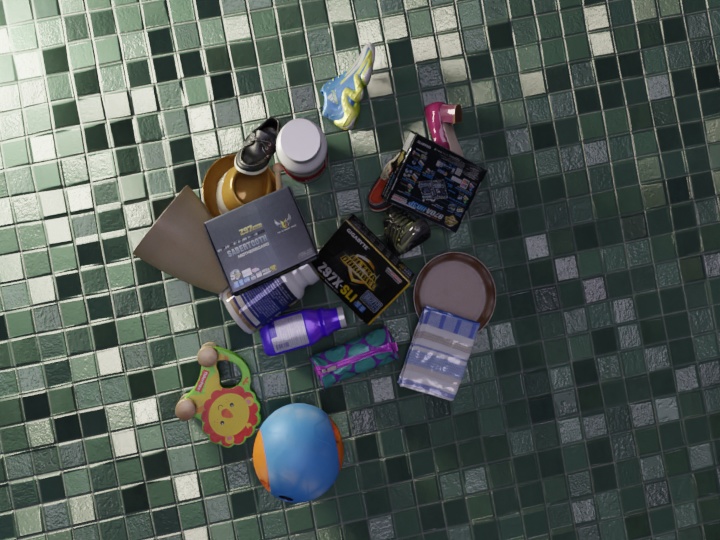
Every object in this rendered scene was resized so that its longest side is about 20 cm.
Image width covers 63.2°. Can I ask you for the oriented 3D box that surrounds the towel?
[{"bbox_3d":[0.181,0.194,1.354,0.143,0.024,0.205,17,102,-3],"label":"towel"}]

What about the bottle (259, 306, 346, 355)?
[{"bbox_3d":[-0.130,0.131,1.339,0.195,0.065,0.086,-16,92,-3],"label":"bottle"}]

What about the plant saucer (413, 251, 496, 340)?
[{"bbox_3d":[0.219,0.059,1.374,0.195,0.032,0.206,0,90,-3],"label":"plant saucer"}]

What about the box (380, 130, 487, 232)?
[{"bbox_3d":[0.166,-0.196,1.316,0.196,0.046,0.162,20,105,-21],"label":"box"}]

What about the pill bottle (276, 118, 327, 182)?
[{"bbox_3d":[-0.125,-0.261,1.274,0.109,0.200,0.116,0,89,-3],"label":"pill bottle"}]

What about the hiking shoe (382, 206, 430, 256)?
[{"bbox_3d":[0.087,-0.091,1.284,0.075,0.200,0.102,-30,89,-17],"label":"hiking shoe"}]

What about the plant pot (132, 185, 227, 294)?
[{"bbox_3d":[-0.361,-0.047,1.288,0.199,0.187,0.188,41,88,-16],"label":"plant pot"}]

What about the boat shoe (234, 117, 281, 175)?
[{"bbox_3d":[-0.215,-0.276,1.272,0.073,0.200,0.067,25,127,3],"label":"boat shoe"}]

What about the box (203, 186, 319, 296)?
[{"bbox_3d":[-0.203,-0.061,1.210,0.196,0.051,0.161,-23,82,-8],"label":"box"}]

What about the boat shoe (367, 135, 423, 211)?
[{"bbox_3d":[0.086,-0.223,1.344,0.071,0.063,0.200,42,86,21],"label":"boat shoe"}]

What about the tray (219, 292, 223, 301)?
[{"bbox_3d":[-0.218,0.039,1.357,0.198,0.022,0.108,-37,92,-3],"label":"tray"}]

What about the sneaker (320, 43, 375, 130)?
[{"bbox_3d":[-0.033,-0.432,1.342,0.103,0.076,0.205,18,90,-2],"label":"sneaker"}]

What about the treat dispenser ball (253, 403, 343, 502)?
[{"bbox_3d":[-0.134,0.394,1.270,0.195,0.201,0.207,0,90,-3],"label":"treat dispenser ball"}]

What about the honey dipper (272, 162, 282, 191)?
[{"bbox_3d":[-0.176,-0.136,1.294,0.037,0.038,0.205,0,112,-3],"label":"honey dipper"}]

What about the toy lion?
[{"bbox_3d":[-0.309,0.291,1.337,0.188,0.069,0.204,23,88,-10],"label":"toy lion"}]

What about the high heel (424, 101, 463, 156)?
[{"bbox_3d":[0.190,-0.289,1.377,0.066,0.095,0.206,-7,106,-44],"label":"high heel"}]

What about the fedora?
[{"bbox_3d":[-0.247,-0.178,1.286,0.197,0.081,0.206,12,66,-29],"label":"fedora"}]

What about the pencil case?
[{"bbox_3d":[-0.013,0.199,1.332,0.196,0.092,0.087,-22,91,-4],"label":"pencil case"}]

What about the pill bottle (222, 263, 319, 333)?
[{"bbox_3d":[-0.193,0.037,1.284,0.198,0.116,0.117,-35,91,2],"label":"pill bottle"}]

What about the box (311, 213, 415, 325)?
[{"bbox_3d":[0.000,0.000,1.318,0.200,0.049,0.160,44,122,-2],"label":"box"}]
